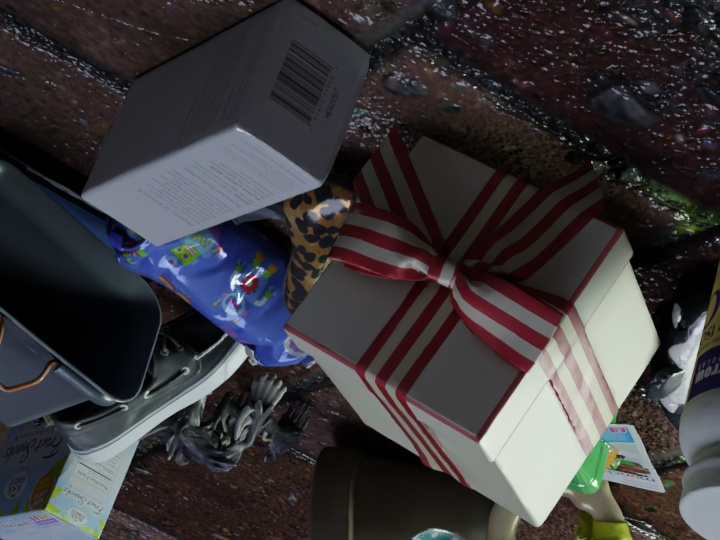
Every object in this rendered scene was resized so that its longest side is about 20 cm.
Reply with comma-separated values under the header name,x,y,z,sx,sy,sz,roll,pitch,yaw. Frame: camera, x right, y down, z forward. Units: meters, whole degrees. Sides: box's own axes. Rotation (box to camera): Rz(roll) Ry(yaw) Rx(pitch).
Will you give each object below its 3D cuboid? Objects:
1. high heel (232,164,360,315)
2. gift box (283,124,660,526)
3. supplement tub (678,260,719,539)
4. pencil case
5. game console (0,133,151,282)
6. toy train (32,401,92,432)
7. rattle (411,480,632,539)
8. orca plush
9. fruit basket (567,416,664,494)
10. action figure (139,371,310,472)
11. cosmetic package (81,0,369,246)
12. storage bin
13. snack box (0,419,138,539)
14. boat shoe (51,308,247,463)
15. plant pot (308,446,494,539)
name,x,y,z,sx,sy,sz,roll,pitch,yaw
high heel,0.000,0.000,1.240,0.200,0.072,0.142,45,152,-27
gift box,0.078,0.022,1.114,0.184,0.201,0.187,23,163,29
supplement tub,0.273,0.065,1.024,0.144,0.201,0.146,16,155,8
pencil case,-0.107,0.002,1.314,0.200,0.087,0.078,39,171,-34
game console,-0.270,-0.001,1.390,0.199,0.117,0.176,30,153,-23
toy train,-0.192,0.089,1.471,0.034,0.199,0.046,55,149,22
rattle,0.146,0.256,1.573,0.199,0.131,0.143,-24,-176,4
orca plush,0.241,0.054,1.221,0.105,0.071,0.200,-33,146,3
fruit basket,0.150,0.148,1.416,0.184,0.094,0.200,10,157,21
action figure,-0.127,0.128,1.545,0.118,0.103,0.200,20,-177,22
cosmetic package,-0.090,-0.090,1.096,0.074,0.102,0.199,34,153,-25
storage bin,-0.278,0.039,1.333,0.134,0.146,0.200,-27,125,33
snack box,-0.271,0.155,1.607,0.067,0.201,0.168,32,152,-27
boat shoe,-0.166,0.081,1.410,0.069,0.200,0.057,46,173,41
plant pot,0.052,0.267,1.647,0.172,0.201,0.200,-4,151,8
